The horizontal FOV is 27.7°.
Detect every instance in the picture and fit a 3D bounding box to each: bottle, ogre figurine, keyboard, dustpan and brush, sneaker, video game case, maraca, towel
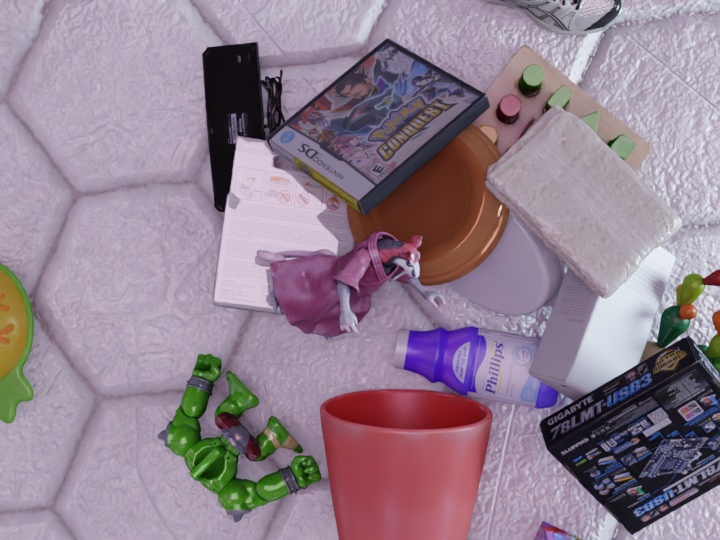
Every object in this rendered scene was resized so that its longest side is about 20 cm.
[{"bbox_3d":[0.139,0.108,1.724,0.199,0.065,0.084,10,91,3],"label":"bottle"},{"bbox_3d":[-0.154,0.204,1.725,0.120,0.098,0.200,-43,99,-10],"label":"ogre figurine"},{"bbox_3d":[-0.133,-0.173,1.761,0.103,0.040,0.201,-2,96,21],"label":"keyboard"},{"bbox_3d":[0.206,0.021,1.716,0.200,0.057,0.140,44,127,2],"label":"dustpan and brush"},{"bbox_3d":[0.214,-0.332,1.716,0.199,0.088,0.076,15,88,2],"label":"sneaker"},{"bbox_3d":[0.018,-0.170,1.677,0.200,0.026,0.181,-41,48,-14],"label":"video game case"},{"bbox_3d":[-0.452,0.085,1.735,0.136,0.107,0.201,-8,89,10],"label":"maraca"},{"bbox_3d":[0.245,-0.078,1.625,0.132,0.034,0.200,-43,84,-12],"label":"towel"}]

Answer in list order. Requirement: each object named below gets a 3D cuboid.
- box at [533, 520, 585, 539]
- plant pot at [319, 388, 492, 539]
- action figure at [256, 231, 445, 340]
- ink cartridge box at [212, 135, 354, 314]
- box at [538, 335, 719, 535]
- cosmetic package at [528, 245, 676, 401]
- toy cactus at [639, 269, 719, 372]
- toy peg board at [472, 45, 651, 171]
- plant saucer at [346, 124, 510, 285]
[{"bbox_3d":[0.266,0.346,1.647,0.136,0.200,0.039,24,93,3],"label":"box"},{"bbox_3d":[0.050,0.244,1.676,0.199,0.200,0.179,2,100,3],"label":"plant pot"},{"bbox_3d":[0.000,0.000,1.641,0.200,0.134,0.150,-35,70,39],"label":"action figure"},{"bbox_3d":[-0.085,-0.048,1.740,0.160,0.050,0.201,8,84,-6],"label":"ink cartridge box"},{"bbox_3d":[0.336,0.190,1.647,0.199,0.050,0.198,-34,127,18],"label":"box"},{"bbox_3d":[0.279,0.051,1.675,0.101,0.074,0.201,30,78,-32],"label":"cosmetic package"},{"bbox_3d":[0.376,0.096,1.704,0.164,0.102,0.201,-5,115,26],"label":"toy cactus"},{"bbox_3d":[0.208,-0.132,1.708,0.200,0.098,0.199,39,91,3],"label":"toy peg board"},{"bbox_3d":[0.073,-0.084,1.674,0.199,0.037,0.202,-3,81,22],"label":"plant saucer"}]
